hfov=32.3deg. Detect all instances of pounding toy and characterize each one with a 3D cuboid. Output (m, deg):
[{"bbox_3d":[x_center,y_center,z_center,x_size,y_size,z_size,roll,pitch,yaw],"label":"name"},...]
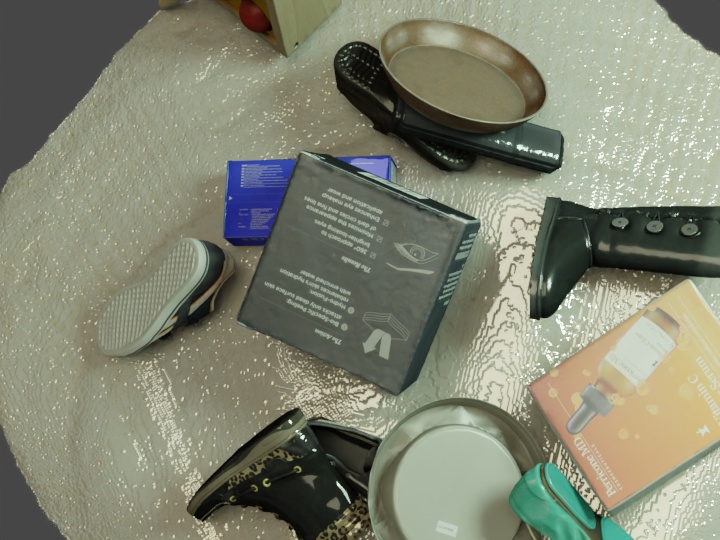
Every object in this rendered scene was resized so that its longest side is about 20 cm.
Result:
[{"bbox_3d":[-0.145,-0.359,1.476,0.200,0.184,0.142,39,76,18],"label":"pounding toy"}]

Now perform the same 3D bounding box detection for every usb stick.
[{"bbox_3d":[0.133,-0.155,1.390,0.198,0.033,0.056,15,66,-6],"label":"usb stick"}]

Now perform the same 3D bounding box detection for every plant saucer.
[{"bbox_3d":[0.111,-0.213,1.391,0.200,0.200,0.035,36,131,18],"label":"plant saucer"}]

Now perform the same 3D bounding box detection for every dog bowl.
[{"bbox_3d":[0.098,0.236,1.297,0.198,0.059,0.203,2,79,-10],"label":"dog bowl"}]

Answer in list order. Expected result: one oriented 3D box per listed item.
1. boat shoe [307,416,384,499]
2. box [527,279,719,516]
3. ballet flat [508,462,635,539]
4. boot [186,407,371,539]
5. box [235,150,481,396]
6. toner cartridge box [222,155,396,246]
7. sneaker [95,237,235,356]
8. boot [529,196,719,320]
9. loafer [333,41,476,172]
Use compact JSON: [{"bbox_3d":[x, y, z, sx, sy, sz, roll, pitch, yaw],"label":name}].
[{"bbox_3d":[0.015,0.216,1.351,0.198,0.063,0.073,24,83,17],"label":"boat shoe"},{"bbox_3d":[0.296,0.134,1.281,0.199,0.106,0.153,-34,72,3],"label":"box"},{"bbox_3d":[0.223,0.274,1.265,0.070,0.068,0.200,-37,109,28],"label":"ballet flat"},{"bbox_3d":[-0.087,0.256,1.353,0.151,0.073,0.200,48,119,-1],"label":"boot"},{"bbox_3d":[0.000,0.000,1.346,0.195,0.117,0.202,24,98,11],"label":"box"},{"bbox_3d":[-0.058,-0.080,1.449,0.198,0.043,0.096,0,76,13],"label":"toner cartridge box"},{"bbox_3d":[-0.224,0.038,1.450,0.199,0.079,0.079,-37,63,29],"label":"sneaker"},{"bbox_3d":[0.284,-0.008,1.314,0.198,0.066,0.166,7,52,13],"label":"boot"},{"bbox_3d":[0.051,-0.184,1.439,0.200,0.071,0.073,42,68,5],"label":"loafer"}]
